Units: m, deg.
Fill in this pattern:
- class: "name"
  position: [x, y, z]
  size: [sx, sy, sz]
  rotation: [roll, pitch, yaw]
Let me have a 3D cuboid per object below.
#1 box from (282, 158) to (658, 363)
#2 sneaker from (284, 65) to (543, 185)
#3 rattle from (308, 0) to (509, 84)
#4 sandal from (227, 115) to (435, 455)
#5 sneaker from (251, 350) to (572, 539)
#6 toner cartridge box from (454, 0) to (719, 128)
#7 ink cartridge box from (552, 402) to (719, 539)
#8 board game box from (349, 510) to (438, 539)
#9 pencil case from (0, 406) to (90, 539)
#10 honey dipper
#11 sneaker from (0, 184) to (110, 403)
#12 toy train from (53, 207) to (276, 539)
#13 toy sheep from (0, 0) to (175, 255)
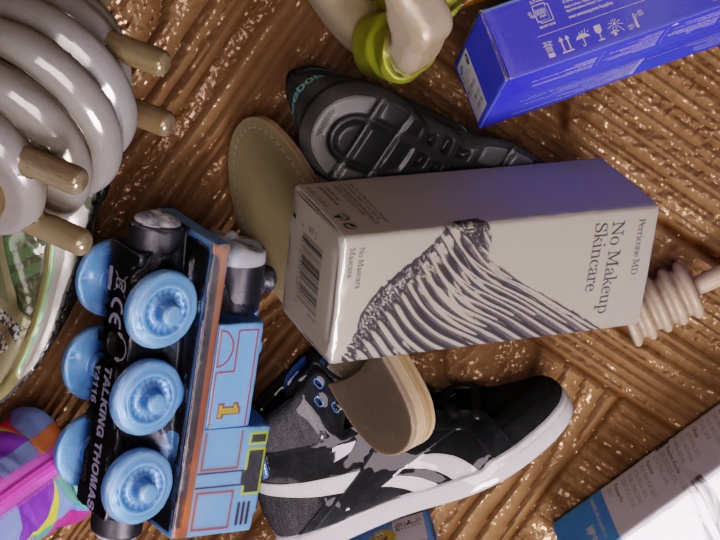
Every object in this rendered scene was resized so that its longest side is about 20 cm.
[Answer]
- class: "box"
  position: [0.061, -0.007, 1.242]
  size: [0.199, 0.068, 0.082]
  rotation: [-7, 119, -24]
- class: "sneaker"
  position: [0.038, -0.065, 1.290]
  size: [0.200, 0.079, 0.076]
  rotation: [31, 99, -35]
- class: "rattle"
  position: [0.010, -0.215, 1.230]
  size: [0.143, 0.130, 0.200]
  rotation: [-35, 83, -1]
- class: "sandal"
  position: [-0.003, 0.002, 1.313]
  size: [0.078, 0.070, 0.212]
  rotation: [-33, 82, 47]
- class: "sneaker"
  position: [0.019, 0.086, 1.341]
  size: [0.199, 0.073, 0.112]
  rotation: [-26, 109, 6]
- class: "toner cartridge box"
  position: [0.155, -0.140, 1.229]
  size: [0.199, 0.095, 0.043]
  rotation: [-20, 82, -11]
- class: "ink cartridge box"
  position: [0.234, 0.153, 1.384]
  size: [0.200, 0.067, 0.116]
  rotation: [-37, 109, 9]
- class: "board game box"
  position: [-0.020, 0.274, 1.418]
  size: [0.199, 0.056, 0.196]
  rotation: [-17, 111, 2]
- class: "pencil case"
  position: [-0.239, 0.151, 1.281]
  size: [0.088, 0.200, 0.089]
  rotation: [15, 120, 27]
- class: "honey dipper"
  position: [0.247, -0.014, 1.340]
  size: [0.199, 0.038, 0.038]
  rotation: [-26, 110, 4]
- class: "sneaker"
  position: [-0.201, -0.021, 1.294]
  size: [0.088, 0.077, 0.201]
  rotation: [18, 102, 0]
- class: "toy train"
  position: [-0.108, 0.061, 1.292]
  size: [0.114, 0.087, 0.201]
  rotation: [-3, 109, -37]
- class: "toy sheep"
  position: [-0.176, -0.089, 1.185]
  size: [0.137, 0.200, 0.138]
  rotation: [20, 141, 17]
